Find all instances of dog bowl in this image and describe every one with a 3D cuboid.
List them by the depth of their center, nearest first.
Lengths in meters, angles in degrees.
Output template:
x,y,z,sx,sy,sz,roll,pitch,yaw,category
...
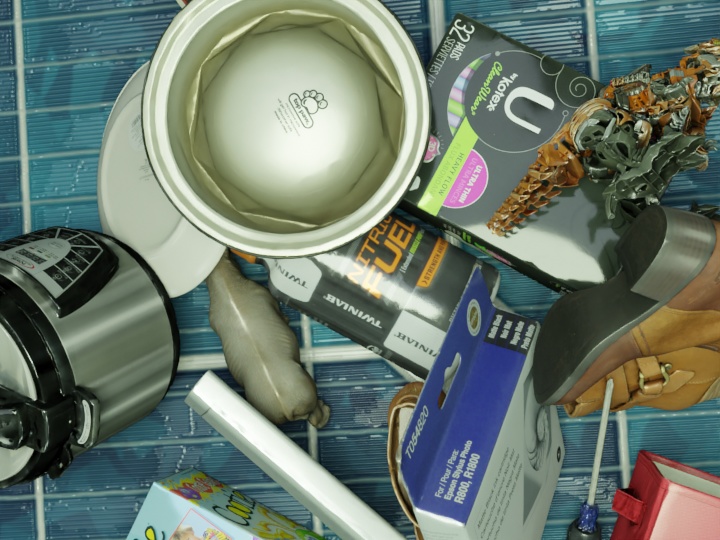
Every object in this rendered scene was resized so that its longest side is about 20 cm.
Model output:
x,y,z,sx,sy,sz,roll,pitch,yaw,category
-0.049,-0.109,0.829,0.200,0.074,0.200,0,93,4,dog bowl

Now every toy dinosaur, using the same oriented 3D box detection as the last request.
x,y,z,sx,sy,sz,roll,pitch,yaw,category
0.185,-0.078,0.801,0.200,0.102,0.136,-47,39,20,toy dinosaur

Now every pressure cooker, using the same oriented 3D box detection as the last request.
x,y,z,sx,sy,sz,roll,pitch,yaw,category
-0.257,0.070,0.896,0.176,0.200,0.179,-30,89,35,pressure cooker

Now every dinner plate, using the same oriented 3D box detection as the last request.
x,y,z,sx,sy,sz,roll,pitch,yaw,category
-0.164,-0.078,0.945,0.200,0.024,0.200,-4,84,45,dinner plate

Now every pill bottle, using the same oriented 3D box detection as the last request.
x,y,z,sx,sy,sz,roll,pitch,yaw,category
0.000,0.000,0.920,0.200,0.106,0.106,28,91,-1,pill bottle

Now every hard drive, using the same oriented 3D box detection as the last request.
x,y,z,sx,sy,sz,roll,pitch,yaw,category
-0.052,0.155,0.903,0.200,0.132,0.027,41,77,-2,hard drive

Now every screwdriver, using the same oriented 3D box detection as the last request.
x,y,z,sx,sy,sz,roll,pitch,yaw,category
0.175,0.166,0.887,0.028,0.029,0.200,20,130,28,screwdriver

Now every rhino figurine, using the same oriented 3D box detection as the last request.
x,y,z,sx,sy,sz,roll,pitch,yaw,category
-0.091,0.041,0.952,0.060,0.087,0.200,-29,76,2,rhino figurine

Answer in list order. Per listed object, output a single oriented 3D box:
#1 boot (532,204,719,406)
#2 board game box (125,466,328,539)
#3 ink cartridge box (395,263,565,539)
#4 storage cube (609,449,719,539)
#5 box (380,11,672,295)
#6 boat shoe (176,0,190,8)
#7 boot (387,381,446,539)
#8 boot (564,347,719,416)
x,y,z,sx,sy,sz,roll,pitch,yaw,category
0.236,0.047,0.791,0.200,0.069,0.188,17,125,-19,boot
-0.085,0.252,0.932,0.200,0.103,0.105,27,92,8,board game box
0.094,0.131,0.829,0.041,0.200,0.200,1,130,25,ink cartridge box
0.264,0.251,0.851,0.200,0.171,0.180,18,91,8,storage cube
0.131,-0.080,0.910,0.200,0.124,0.149,29,90,8,box
-0.104,-0.213,0.940,0.063,0.071,0.200,-47,43,20,boat shoe
0.062,0.184,0.889,0.074,0.155,0.200,-22,84,6,boot
0.222,0.043,0.854,0.155,0.200,0.074,-11,46,-1,boot
